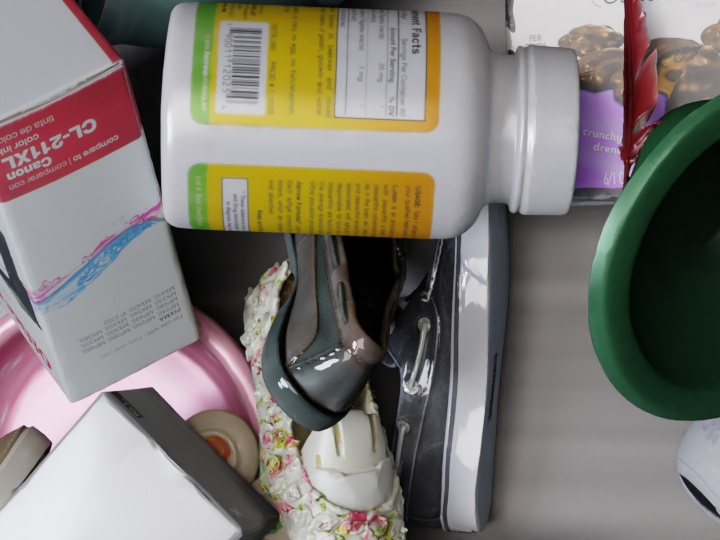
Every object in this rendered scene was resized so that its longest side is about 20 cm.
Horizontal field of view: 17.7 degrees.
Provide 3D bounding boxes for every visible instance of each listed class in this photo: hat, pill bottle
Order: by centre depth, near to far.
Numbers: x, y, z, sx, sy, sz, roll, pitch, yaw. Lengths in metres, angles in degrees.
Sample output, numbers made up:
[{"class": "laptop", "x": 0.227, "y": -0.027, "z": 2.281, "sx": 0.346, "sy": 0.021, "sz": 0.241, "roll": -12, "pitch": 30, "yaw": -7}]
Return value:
[{"class": "pill bottle", "x": 0.005, "y": -0.072, "z": 1.136, "sx": 0.198, "sy": 0.111, "sz": 0.112, "roll": 3, "pitch": 90, "yaw": -1}, {"class": "hat", "x": 0.149, "y": -0.051, "z": 1.148, "sx": 0.201, "sy": 0.165, "sz": 0.176, "roll": -56, "pitch": 37, "yaw": 5}]

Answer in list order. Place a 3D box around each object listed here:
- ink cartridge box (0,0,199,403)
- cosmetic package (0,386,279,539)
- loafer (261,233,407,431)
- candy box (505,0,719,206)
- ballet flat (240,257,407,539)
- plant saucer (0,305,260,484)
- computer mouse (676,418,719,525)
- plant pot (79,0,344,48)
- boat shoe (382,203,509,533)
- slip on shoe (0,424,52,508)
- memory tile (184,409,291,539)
[{"class": "ink cartridge box", "x": -0.164, "y": -0.053, "z": 1.181, "sx": 0.082, "sy": 0.201, "sz": 0.146, "roll": -28, "pitch": 48, "yaw": -16}, {"class": "cosmetic package", "x": -0.148, "y": 0.165, "z": 1.197, "sx": 0.107, "sy": 0.090, "sz": 0.200, "roll": 45, "pitch": 96, "yaw": 10}, {"class": "loafer", "x": 0.000, "y": 0.000, "z": 1.183, "sx": 0.072, "sy": 0.201, "sz": 0.063, "roll": 39, "pitch": 123, "yaw": -21}, {"class": "candy box", "x": 0.160, "y": -0.136, "z": 1.200, "sx": 0.167, "sy": 0.072, "sz": 0.202, "roll": -2, "pitch": 89, "yaw": 13}, {"class": "ballet flat", "x": -0.019, "y": 0.075, "z": 1.203, "sx": 0.075, "sy": 0.064, "sz": 0.201, "roll": -4, "pitch": 55, "yaw": -24}, {"class": "plant saucer", "x": -0.136, "y": 0.107, "z": 1.280, "sx": 0.199, "sy": 0.051, "sz": 0.202, "roll": 0, "pitch": 88, "yaw": 13}, {"class": "computer mouse", "x": 0.225, "y": 0.122, "z": 1.149, "sx": 0.110, "sy": 0.044, "sz": 0.200, "roll": -50, "pitch": 48, "yaw": -2}, {"class": "plant pot", "x": -0.064, "y": -0.207, "z": 1.209, "sx": 0.133, "sy": 0.200, "sz": 0.202, "roll": 9, "pitch": 91, "yaw": -13}, {"class": "boat shoe", "x": 0.040, "y": 0.038, "z": 1.232, "sx": 0.067, "sy": 0.072, "sz": 0.202, "roll": 5, "pitch": 97, "yaw": 12}, {"class": "slip on shoe", "x": -0.248, "y": 0.151, "z": 1.231, "sx": 0.061, "sy": 0.076, "sz": 0.200, "roll": 42, "pitch": 91, "yaw": 1}, {"class": "memory tile", "x": -0.085, "y": 0.188, "z": 1.232, "sx": 0.153, "sy": 0.017, "sz": 0.200, "roll": 40, "pitch": 98, "yaw": 11}]
